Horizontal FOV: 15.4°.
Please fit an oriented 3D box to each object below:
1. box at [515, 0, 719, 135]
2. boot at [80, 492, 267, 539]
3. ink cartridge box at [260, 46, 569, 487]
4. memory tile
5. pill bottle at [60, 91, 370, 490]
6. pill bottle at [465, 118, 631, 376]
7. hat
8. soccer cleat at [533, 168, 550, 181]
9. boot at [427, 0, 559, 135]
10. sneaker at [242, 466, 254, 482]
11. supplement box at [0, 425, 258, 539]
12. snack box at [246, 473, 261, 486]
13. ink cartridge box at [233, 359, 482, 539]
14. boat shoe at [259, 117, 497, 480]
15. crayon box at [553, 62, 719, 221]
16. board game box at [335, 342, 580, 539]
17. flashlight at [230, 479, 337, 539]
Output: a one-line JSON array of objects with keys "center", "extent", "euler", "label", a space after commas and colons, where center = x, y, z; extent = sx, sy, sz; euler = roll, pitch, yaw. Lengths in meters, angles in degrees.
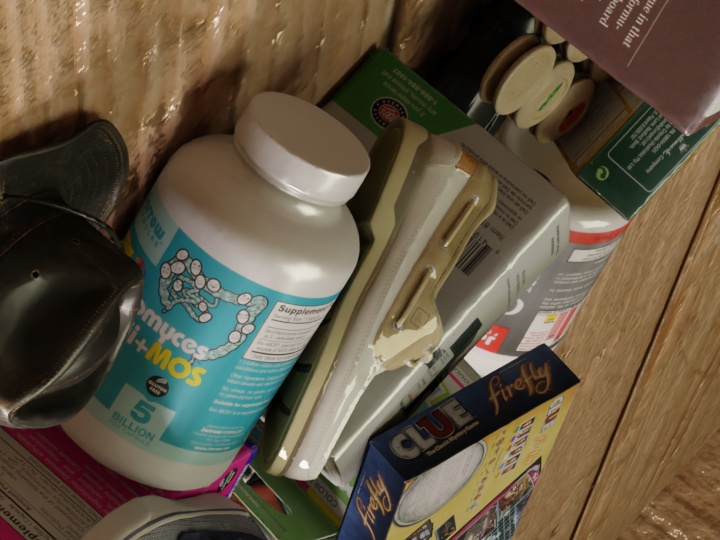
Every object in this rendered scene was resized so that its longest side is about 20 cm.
[{"center": [0.167, -0.207, 1.379], "extent": [0.166, 0.200, 0.164], "euler": [-29, 154, -55], "label": "box"}, {"center": [-0.083, 0.166, 1.369], "extent": [0.073, 0.090, 0.200], "euler": [-57, 163, 16], "label": "boot"}, {"center": [0.000, 0.000, 1.495], "extent": [0.200, 0.147, 0.083], "euler": [-46, 165, -10], "label": "ink cartridge box"}, {"center": [0.155, -0.162, 1.572], "extent": [0.200, 0.017, 0.153], "euler": [-49, 158, 6], "label": "memory tile"}, {"center": [-0.073, 0.008, 1.368], "extent": [0.200, 0.111, 0.111], "euler": [-58, 163, 24], "label": "pill bottle"}, {"center": [0.104, -0.006, 1.833], "extent": [0.116, 0.116, 0.200], "euler": [-34, 157, -47], "label": "pill bottle"}, {"center": [-0.156, 0.028, 1.234], "extent": [0.201, 0.081, 0.201], "euler": [-45, 165, -16], "label": "hat"}, {"center": [0.052, 0.014, 1.605], "extent": [0.200, 0.070, 0.086], "euler": [-39, 148, -33], "label": "soccer cleat"}, {"center": [0.089, -0.113, 1.630], "extent": [0.200, 0.066, 0.165], "euler": [-58, 155, 14], "label": "boot"}, {"center": [-0.132, 0.155, 1.630], "extent": [0.200, 0.078, 0.080], "euler": [-38, 173, -33], "label": "sneaker"}, {"center": [-0.162, 0.131, 1.424], "extent": [0.200, 0.103, 0.101], "euler": [-27, 151, -53], "label": "supplement box"}, {"center": [-0.101, 0.169, 1.667], "extent": [0.200, 0.024, 0.072], "euler": [-33, -167, 10], "label": "snack box"}, {"center": [-0.001, 0.093, 1.572], "extent": [0.200, 0.104, 0.059], "euler": [-10, 139, -52], "label": "ink cartridge box"}, {"center": [0.011, 0.024, 1.401], "extent": [0.200, 0.068, 0.075], "euler": [-66, -162, 0], "label": "boat shoe"}, {"center": [0.176, -0.121, 1.686], "extent": [0.126, 0.052, 0.200], "euler": [-47, -161, 10], "label": "crayon box"}, {"center": [0.045, 0.140, 1.549], "extent": [0.135, 0.035, 0.200], "euler": [-27, 152, -32], "label": "board game box"}, {"center": [-0.113, 0.171, 1.548], "extent": [0.200, 0.068, 0.068], "euler": [-15, -177, -22], "label": "flashlight"}]
